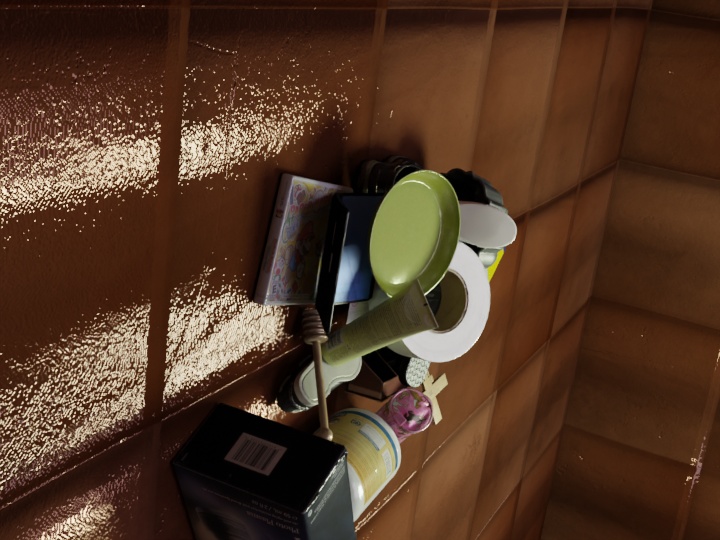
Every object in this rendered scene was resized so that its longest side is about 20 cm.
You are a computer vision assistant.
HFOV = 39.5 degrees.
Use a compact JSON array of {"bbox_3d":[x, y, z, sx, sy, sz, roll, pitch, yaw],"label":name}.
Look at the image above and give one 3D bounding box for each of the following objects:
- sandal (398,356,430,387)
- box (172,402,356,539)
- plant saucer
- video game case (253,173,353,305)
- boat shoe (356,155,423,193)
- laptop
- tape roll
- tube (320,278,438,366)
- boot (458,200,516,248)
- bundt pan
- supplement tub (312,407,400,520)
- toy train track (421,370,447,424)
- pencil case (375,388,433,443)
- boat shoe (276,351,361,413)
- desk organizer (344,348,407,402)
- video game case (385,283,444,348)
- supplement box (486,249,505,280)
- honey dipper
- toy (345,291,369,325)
[{"bbox_3d":[0.107,0.106,1.751,0.075,0.048,0.201,43,67,-42],"label":"sandal"},{"bbox_3d":[-0.122,0.310,1.340,0.123,0.200,0.199,-53,149,-41],"label":"box"},{"bbox_3d":[0.075,-0.054,1.507,0.200,0.031,0.200,-16,114,-42],"label":"plant saucer"},{"bbox_3d":[-0.078,-0.040,1.444,0.200,0.023,0.182,2,102,-66],"label":"video game case"},{"bbox_3d":[0.064,-0.143,1.632,0.200,0.073,0.075,-22,124,-61],"label":"boat shoe"},{"bbox_3d":[-0.003,-0.016,1.460,0.200,0.103,0.178,-122,-141,-73],"label":"laptop"},{"bbox_3d":[0.112,0.046,1.620,0.202,0.071,0.203,-3,95,-33],"label":"tape roll"},{"bbox_3d":[0.026,0.087,1.497,0.058,0.200,0.052,41,39,-25],"label":"tube"},{"bbox_3d":[0.155,-0.088,1.660,0.090,0.200,0.073,-120,-136,-77],"label":"boot"},{"bbox_3d":[0.184,-0.075,1.771,0.076,0.202,0.202,9,96,-38],"label":"bundt pan"},{"bbox_3d":[-0.037,0.323,1.607,0.200,0.144,0.145,-36,136,-56],"label":"supplement tub"},{"bbox_3d":[0.102,0.181,1.791,0.115,0.033,0.200,-34,113,-48],"label":"toy train track"},{"bbox_3d":[0.051,0.269,1.735,0.200,0.083,0.087,-47,-159,54],"label":"pencil case"},{"bbox_3d":[-0.062,0.163,1.560,0.074,0.060,0.200,58,32,-7],"label":"boat shoe"},{"bbox_3d":[0.052,0.171,1.806,0.200,0.072,0.077,-14,115,-64],"label":"desk organizer"},{"bbox_3d":[0.094,0.044,1.738,0.019,0.143,0.200,29,76,-39],"label":"video game case"},{"bbox_3d":[0.196,-0.018,1.961,0.200,0.109,0.109,-59,152,-32],"label":"supplement box"},{"bbox_3d":[-0.062,0.155,1.476,0.038,0.038,0.200,45,37,-64],"label":"honey dipper"},{"bbox_3d":[0.000,0.000,1.613,0.115,0.047,0.200,-4,107,-62],"label":"toy"}]
